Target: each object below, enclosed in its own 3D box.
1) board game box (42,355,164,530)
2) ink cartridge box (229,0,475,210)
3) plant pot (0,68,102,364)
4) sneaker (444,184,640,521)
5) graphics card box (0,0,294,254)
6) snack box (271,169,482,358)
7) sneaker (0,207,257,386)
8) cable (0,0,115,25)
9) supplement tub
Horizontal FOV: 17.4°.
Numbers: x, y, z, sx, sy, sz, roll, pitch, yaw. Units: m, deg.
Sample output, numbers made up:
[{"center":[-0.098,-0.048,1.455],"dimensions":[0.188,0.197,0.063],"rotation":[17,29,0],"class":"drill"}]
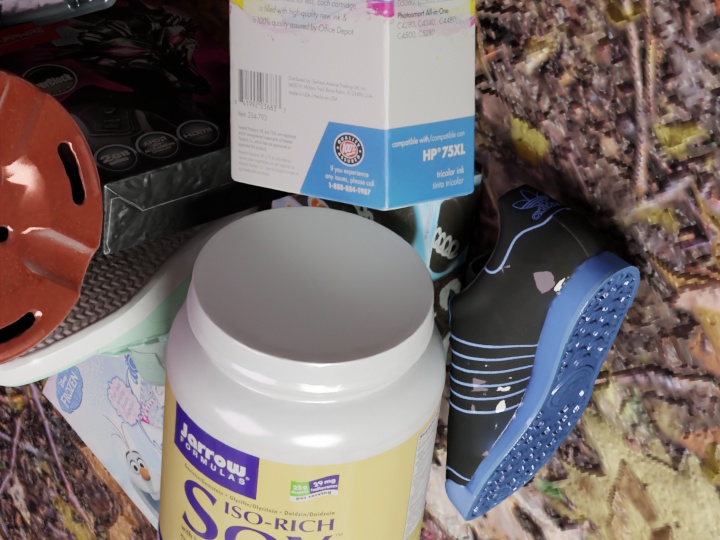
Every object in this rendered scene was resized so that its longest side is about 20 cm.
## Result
[{"center":[-0.105,0.088,1.470],"dimensions":[0.199,0.043,0.200],"rotation":[48,142,15],"class":"board game box"},{"center":[-0.005,-0.139,1.156],"dimensions":[0.116,0.067,0.201],"rotation":[13,107,44],"class":"ink cartridge box"},{"center":[-0.243,-0.037,1.193],"dimensions":[0.195,0.201,0.201],"rotation":[11,122,51],"class":"plant pot"},{"center":[0.077,0.043,1.213],"dimensions":[0.078,0.070,0.200],"rotation":[45,135,24],"class":"sneaker"},{"center":[-0.134,-0.095,1.280],"dimensions":[0.200,0.125,0.051],"rotation":[46,142,39],"class":"graphics card box"},{"center":[0.000,0.000,1.293],"dimensions":[0.116,0.037,0.200],"rotation":[37,138,29],"class":"snack box"},{"center":[-0.130,0.038,1.307],"dimensions":[0.074,0.200,0.118],"rotation":[30,137,32],"class":"sneaker"},{"center":[-0.161,-0.164,1.165],"dimensions":[0.200,0.163,0.051],"rotation":[-9,83,30],"class":"cable"},{"center":[-0.032,0.082,1.233],"dimensions":[0.145,0.145,0.200],"rotation":[35,138,30],"class":"supplement tub"}]
